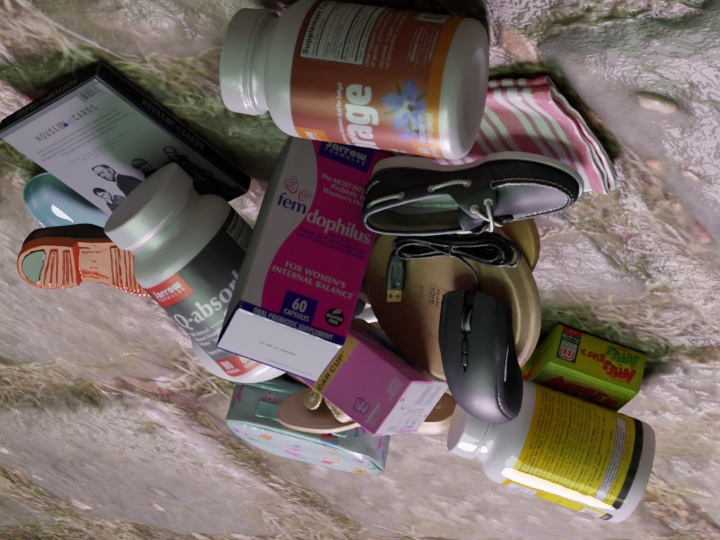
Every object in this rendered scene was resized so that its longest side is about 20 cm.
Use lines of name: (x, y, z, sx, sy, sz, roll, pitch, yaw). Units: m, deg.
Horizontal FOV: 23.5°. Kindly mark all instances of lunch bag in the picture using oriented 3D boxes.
lunch bag: (-0.057, 0.186, 2.107, 0.199, 0.077, 0.160, 12, 164, 12)

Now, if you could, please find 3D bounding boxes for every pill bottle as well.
pill bottle: (0.198, 0.182, 1.814, 0.200, 0.113, 0.112, 20, 154, -7)
pill bottle: (-0.144, 0.001, 1.655, 0.200, 0.116, 0.116, 47, 145, -18)
pill bottle: (-0.005, -0.155, 1.377, 0.199, 0.112, 0.112, 9, 153, 16)

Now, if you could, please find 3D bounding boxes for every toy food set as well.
toy food set: (0.085, 0.015, 1.640, 0.198, 0.049, 0.201, 4, 116, 34)

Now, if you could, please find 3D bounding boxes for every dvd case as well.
dvd case: (-0.227, -0.110, 1.668, 0.150, 0.025, 0.200, -23, 133, 36)

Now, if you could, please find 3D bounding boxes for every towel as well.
towel: (0.108, -0.109, 1.496, 0.200, 0.030, 0.146, -2, 148, 35)

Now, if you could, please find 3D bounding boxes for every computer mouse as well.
computer mouse: (0.079, 0.054, 1.601, 0.140, 0.046, 0.201, 12, 121, 29)

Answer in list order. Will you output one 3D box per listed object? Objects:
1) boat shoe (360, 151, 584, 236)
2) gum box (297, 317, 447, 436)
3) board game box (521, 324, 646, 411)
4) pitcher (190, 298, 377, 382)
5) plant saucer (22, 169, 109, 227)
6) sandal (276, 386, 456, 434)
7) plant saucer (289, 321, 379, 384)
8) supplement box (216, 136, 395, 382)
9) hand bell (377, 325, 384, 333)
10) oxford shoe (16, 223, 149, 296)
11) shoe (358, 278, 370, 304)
boat shoe: (0.095, -0.059, 1.499, 0.200, 0.060, 0.076, -3, 141, 31)
gum box: (0.010, 0.102, 1.702, 0.113, 0.066, 0.200, 36, -175, 14)
board game box: (0.223, 0.129, 1.879, 0.101, 0.048, 0.200, 20, 154, -5)
pitcher: (-0.070, 0.050, 1.843, 0.171, 0.122, 0.200, 17, 148, -38)
plant saucer: (-0.255, -0.059, 1.820, 0.200, 0.027, 0.200, 14, 155, 7)
sandal: (0.004, 0.135, 1.940, 0.211, 0.078, 0.070, 2, 132, 16)
plant saucer: (-0.026, 0.101, 1.990, 0.200, 0.037, 0.201, 14, 155, 6)
supplement box: (-0.048, -0.018, 1.577, 0.101, 0.200, 0.103, 19, 153, -8)
hand bell: (0.101, 0.110, 1.884, 0.104, 0.104, 0.200, 0, 168, 31)
oxford shoe: (-0.254, -0.022, 1.808, 0.199, 0.073, 0.071, 5, 122, -6)
shoe: (0.000, 0.000, 1.731, 0.053, 0.070, 0.200, -14, 141, 42)
